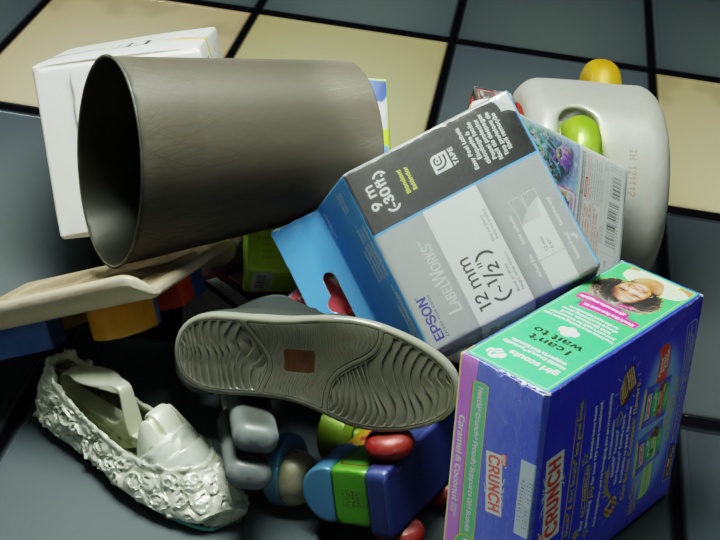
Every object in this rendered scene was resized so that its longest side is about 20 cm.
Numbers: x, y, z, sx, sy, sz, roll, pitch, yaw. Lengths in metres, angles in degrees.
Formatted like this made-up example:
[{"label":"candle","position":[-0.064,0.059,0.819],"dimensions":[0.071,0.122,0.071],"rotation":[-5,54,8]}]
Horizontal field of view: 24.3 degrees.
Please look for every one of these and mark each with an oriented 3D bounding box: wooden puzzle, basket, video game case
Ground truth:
[{"label":"wooden puzzle","position":[-0.205,0.026,1.263],"dimensions":[0.183,0.047,0.200],"rotation":[-12,5,17]},{"label":"basket","position":[-0.094,-0.091,1.240],"dimensions":[0.198,0.181,0.137],"rotation":[-10,61,-24]},{"label":"video game case","position":[0.140,-0.011,1.302],"dimensions":[0.181,0.202,0.024],"rotation":[20,-18,-42]}]

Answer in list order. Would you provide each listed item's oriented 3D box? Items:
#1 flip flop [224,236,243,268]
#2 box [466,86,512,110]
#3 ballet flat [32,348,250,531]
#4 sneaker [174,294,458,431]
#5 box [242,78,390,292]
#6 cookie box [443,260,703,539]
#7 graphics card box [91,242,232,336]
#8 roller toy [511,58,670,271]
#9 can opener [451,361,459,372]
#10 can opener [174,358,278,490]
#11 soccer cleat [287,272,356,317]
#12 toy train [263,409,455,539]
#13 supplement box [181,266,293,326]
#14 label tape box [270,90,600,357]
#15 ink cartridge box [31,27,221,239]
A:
[{"label":"flip flop","position":[-0.038,-0.047,1.397],"dimensions":[0.199,0.058,0.082],"rotation":[-21,71,-19]},{"label":"box","position":[0.109,-0.051,1.454],"dimensions":[0.039,0.138,0.201],"rotation":[9,34,-10]},{"label":"ballet flat","position":[-0.162,0.115,1.186],"dimensions":[0.199,0.072,0.072],"rotation":[26,33,30]},{"label":"sneaker","position":[-0.020,0.053,1.166],"dimensions":[0.198,0.076,0.106],"rotation":[11,14,13]},{"label":"box","position":[-0.036,-0.081,1.354],"dimensions":[0.121,0.048,0.202],"rotation":[2,66,-10]},{"label":"cookie box","position":[0.147,0.109,1.155],"dimensions":[0.075,0.173,0.199],"rotation":[22,31,33]},{"label":"graphics card box","position":[-0.119,-0.013,1.449],"dimensions":[0.199,0.051,0.125],"rotation":[-20,37,-39]},{"label":"roller toy","position":[0.202,-0.078,1.501],"dimensions":[0.138,0.184,0.201],"rotation":[3,30,-6]},{"label":"can opener","position":[0.146,0.050,1.373],"dimensions":[0.199,0.053,0.066],"rotation":[-18,35,-38]},{"label":"can opener","position":[-0.095,0.100,1.198],"dimensions":[0.066,0.053,0.200],"rotation":[7,14,-14]},{"label":"soccer cleat","position":[0.000,0.000,1.273],"dimensions":[0.067,0.200,0.076],"rotation":[40,-1,-10]},{"label":"toy train","position":[0.021,0.122,1.213],"dimensions":[0.115,0.085,0.200],"rotation":[4,21,28]},{"label":"supplement box","position":[-0.036,0.033,1.370],"dimensions":[0.199,0.061,0.109],"rotation":[-16,35,-35]},{"label":"label tape box","position":[0.051,-0.016,1.195],"dimensions":[0.199,0.144,0.066],"rotation":[-27,-9,-2]},{"label":"ink cartridge box","position":[-0.189,-0.124,1.457],"dimensions":[0.143,0.149,0.200],"rotation":[-8,13,1]}]
